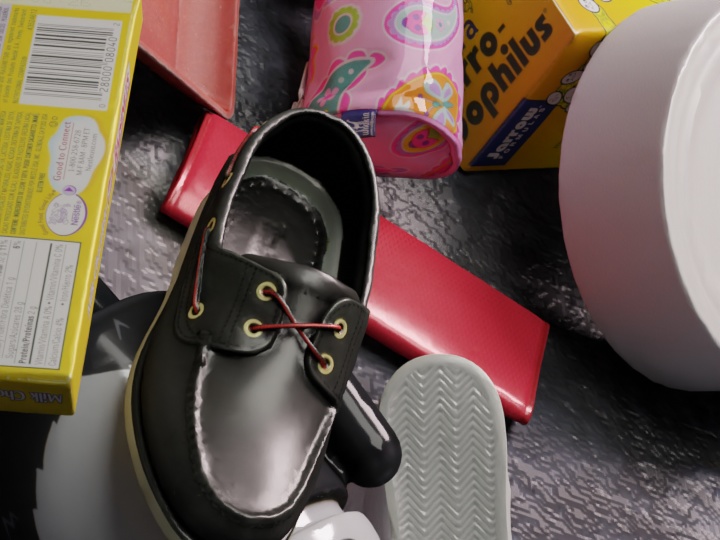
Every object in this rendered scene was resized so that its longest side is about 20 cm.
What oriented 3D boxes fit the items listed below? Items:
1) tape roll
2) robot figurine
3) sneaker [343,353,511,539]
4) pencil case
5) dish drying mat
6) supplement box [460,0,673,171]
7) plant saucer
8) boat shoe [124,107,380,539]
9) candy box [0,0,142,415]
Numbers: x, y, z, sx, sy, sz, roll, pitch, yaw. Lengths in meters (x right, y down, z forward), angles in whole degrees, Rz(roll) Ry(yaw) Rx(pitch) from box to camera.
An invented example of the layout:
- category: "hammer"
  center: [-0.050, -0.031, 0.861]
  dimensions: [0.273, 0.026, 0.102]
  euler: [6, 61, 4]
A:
- category: "tape roll"
  center: [0.191, -0.040, 1.352]
  dimensions: [0.202, 0.071, 0.203]
  euler: [3, 85, -42]
- category: "robot figurine"
  center: [-0.077, 0.088, 1.024]
  dimensions: [0.200, 0.150, 0.125]
  euler: [51, 25, 16]
- category: "sneaker"
  center: [0.030, 0.141, 1.104]
  dimensions: [0.073, 0.116, 0.201]
  euler: [4, 80, -4]
- category: "pencil case"
  center: [0.011, -0.141, 1.330]
  dimensions: [0.087, 0.087, 0.201]
  euler: [15, 65, -29]
- category: "dish drying mat"
  center: [0.000, 0.000, 1.276]
  dimensions: [0.200, 0.018, 0.077]
  euler: [32, 36, -11]
- category: "supplement box"
  center: [0.127, -0.130, 1.444]
  dimensions: [0.199, 0.109, 0.110]
  euler: [-4, 54, -43]
- category: "plant saucer"
  center: [-0.101, -0.189, 1.233]
  dimensions: [0.200, 0.037, 0.201]
  euler: [38, 52, -70]
- category: "boat shoe"
  center: [-0.036, 0.020, 0.980]
  dimensions: [0.073, 0.063, 0.202]
  euler: [26, 42, -16]
- category: "candy box"
  center: [-0.142, -0.034, 0.998]
  dimensions: [0.102, 0.026, 0.201]
  euler: [2, 49, 4]
